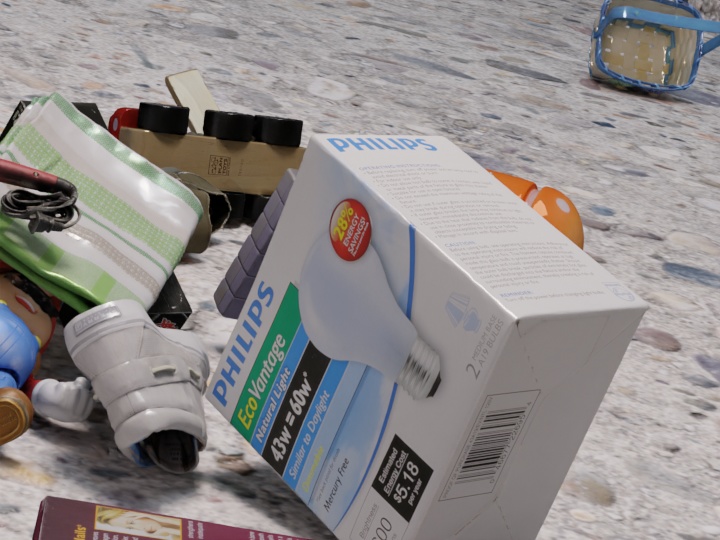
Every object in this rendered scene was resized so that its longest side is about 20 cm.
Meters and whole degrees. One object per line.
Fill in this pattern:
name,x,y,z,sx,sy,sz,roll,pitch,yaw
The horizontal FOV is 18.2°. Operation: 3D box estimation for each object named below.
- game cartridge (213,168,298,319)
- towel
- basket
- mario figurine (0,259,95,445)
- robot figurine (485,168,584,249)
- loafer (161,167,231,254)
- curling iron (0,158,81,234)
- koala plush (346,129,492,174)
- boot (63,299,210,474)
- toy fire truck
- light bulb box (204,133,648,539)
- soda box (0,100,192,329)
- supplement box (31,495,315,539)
game cartridge,0.000,0.000,1.687,0.199,0.130,0.038,12,28,-36
towel,-0.187,-0.042,1.524,0.149,0.031,0.200,34,26,-6
basket,0.416,-0.327,3.184,0.175,0.140,0.200,10,-15,-9
mario figurine,-0.226,0.032,1.443,0.105,0.125,0.200,-7,20,3
robot figurine,0.107,-0.030,1.937,0.198,0.145,0.117,16,50,14
loafer,-0.158,-0.050,1.875,0.069,0.076,0.200,11,14,11
curling iron,-0.271,-0.072,1.432,0.198,0.026,0.050,22,28,-5
koala plush,0.029,0.012,1.557,0.183,0.202,0.177,-3,21,-43
boot,-0.130,0.088,1.429,0.073,0.096,0.200,-25,-16,7
toy fire truck,-0.162,-0.123,2.085,0.175,0.130,0.200,4,5,-27
light bulb box,0.035,0.050,1.358,0.124,0.200,0.200,-2,34,-45
soda box,-0.195,-0.028,1.611,0.070,0.063,0.201,0,52,-39
supplement box,-0.067,0.182,1.082,0.198,0.086,0.110,10,15,-8
